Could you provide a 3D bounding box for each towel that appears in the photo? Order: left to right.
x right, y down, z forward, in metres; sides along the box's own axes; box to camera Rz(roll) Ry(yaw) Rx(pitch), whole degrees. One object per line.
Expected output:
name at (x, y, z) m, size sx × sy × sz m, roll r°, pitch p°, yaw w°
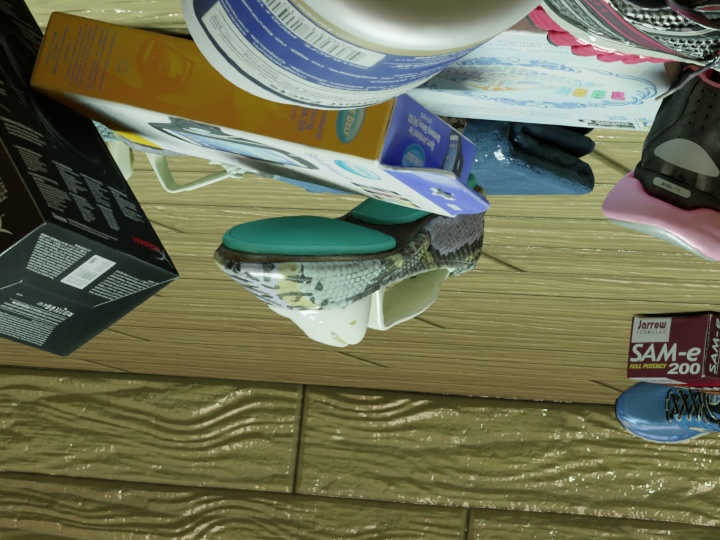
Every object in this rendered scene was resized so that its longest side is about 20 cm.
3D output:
towel at (0.027, -0.074, 1.572) m, size 0.200 × 0.049 × 0.112 m, roll 2°, pitch 172°, yaw 35°

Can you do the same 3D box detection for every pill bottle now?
pill bottle at (-0.002, -0.119, 0.970) m, size 0.115 × 0.116 × 0.200 m, roll 8°, pitch 173°, yaw -13°

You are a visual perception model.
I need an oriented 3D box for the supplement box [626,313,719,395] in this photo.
supplement box at (0.350, 0.083, 2.497) m, size 0.200 × 0.061 × 0.109 m, roll 12°, pitch 171°, yaw -33°

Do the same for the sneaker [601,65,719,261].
sneaker at (0.176, -0.065, 1.290) m, size 0.079 × 0.096 × 0.200 m, roll 17°, pitch -166°, yaw 16°

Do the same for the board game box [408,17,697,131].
board game box at (0.050, -0.109, 1.290) m, size 0.199 × 0.044 × 0.199 m, roll 5°, pitch 173°, yaw 11°

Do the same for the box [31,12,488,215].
box at (-0.037, -0.070, 1.281) m, size 0.199 × 0.042 × 0.119 m, roll 12°, pitch 174°, yaw 21°

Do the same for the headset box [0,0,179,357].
headset box at (-0.186, -0.070, 1.294) m, size 0.077 × 0.200 × 0.149 m, roll -35°, pitch 162°, yaw 11°

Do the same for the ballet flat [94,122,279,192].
ballet flat at (-0.124, -0.077, 1.553) m, size 0.199 × 0.074 × 0.074 m, roll 3°, pitch 172°, yaw 31°

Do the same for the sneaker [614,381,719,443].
sneaker at (0.364, 0.135, 2.896) m, size 0.199 × 0.079 × 0.089 m, roll -4°, pitch 164°, yaw 12°

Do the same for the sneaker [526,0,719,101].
sneaker at (0.163, -0.104, 1.096) m, size 0.199 × 0.081 × 0.075 m, roll 7°, pitch 171°, yaw -7°

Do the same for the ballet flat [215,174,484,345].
ballet flat at (0.000, 0.000, 1.367) m, size 0.072 × 0.072 × 0.200 m, roll 1°, pitch -168°, yaw 34°

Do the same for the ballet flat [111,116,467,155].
ballet flat at (-0.046, -0.088, 1.450) m, size 0.200 × 0.072 × 0.072 m, roll 3°, pitch 172°, yaw 13°
